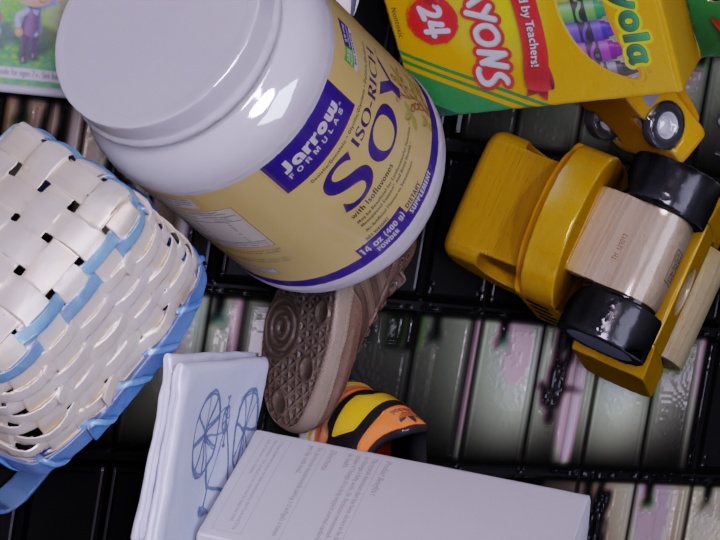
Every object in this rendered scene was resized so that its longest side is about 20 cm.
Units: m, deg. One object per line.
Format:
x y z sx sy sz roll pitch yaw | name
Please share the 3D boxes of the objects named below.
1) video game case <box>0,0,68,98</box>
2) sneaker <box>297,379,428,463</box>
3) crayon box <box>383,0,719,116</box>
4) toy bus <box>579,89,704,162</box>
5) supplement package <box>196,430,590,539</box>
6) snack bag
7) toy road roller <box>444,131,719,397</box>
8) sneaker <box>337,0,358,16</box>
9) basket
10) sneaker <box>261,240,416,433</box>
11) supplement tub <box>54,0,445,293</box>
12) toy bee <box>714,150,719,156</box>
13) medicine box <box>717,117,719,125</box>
-0.175 -0.185 1.367 0.200 0.022 0.182 3 98 -35 | video game case
0.004 0.170 1.522 0.070 0.090 0.200 -5 103 -34 | sneaker
0.113 -0.161 1.461 0.051 0.200 0.127 -54 133 -53 | crayon box
0.143 -0.153 1.566 0.200 0.065 0.078 45 73 -32 | toy bus
0.017 0.182 1.428 0.117 0.200 0.117 -59 157 -59 | supplement package
-0.095 0.142 1.403 0.189 0.021 0.200 1 99 -79 | snack bag
0.139 -0.014 1.578 0.123 0.146 0.200 -65 162 -6 | toy road roller
-0.051 -0.226 1.394 0.199 0.079 0.130 36 62 -48 | sneaker
-0.163 0.025 1.362 0.176 0.139 0.200 -49 150 -18 | basket
0.000 0.000 1.497 0.076 0.070 0.200 9 96 -36 | sneaker
-0.057 -0.087 1.364 0.145 0.145 0.200 -61 144 -8 | supplement tub
0.285 0.015 1.669 0.200 0.131 0.109 35 77 2 | toy bee
0.366 -0.064 1.653 0.182 0.200 0.103 45 77 -33 | medicine box
